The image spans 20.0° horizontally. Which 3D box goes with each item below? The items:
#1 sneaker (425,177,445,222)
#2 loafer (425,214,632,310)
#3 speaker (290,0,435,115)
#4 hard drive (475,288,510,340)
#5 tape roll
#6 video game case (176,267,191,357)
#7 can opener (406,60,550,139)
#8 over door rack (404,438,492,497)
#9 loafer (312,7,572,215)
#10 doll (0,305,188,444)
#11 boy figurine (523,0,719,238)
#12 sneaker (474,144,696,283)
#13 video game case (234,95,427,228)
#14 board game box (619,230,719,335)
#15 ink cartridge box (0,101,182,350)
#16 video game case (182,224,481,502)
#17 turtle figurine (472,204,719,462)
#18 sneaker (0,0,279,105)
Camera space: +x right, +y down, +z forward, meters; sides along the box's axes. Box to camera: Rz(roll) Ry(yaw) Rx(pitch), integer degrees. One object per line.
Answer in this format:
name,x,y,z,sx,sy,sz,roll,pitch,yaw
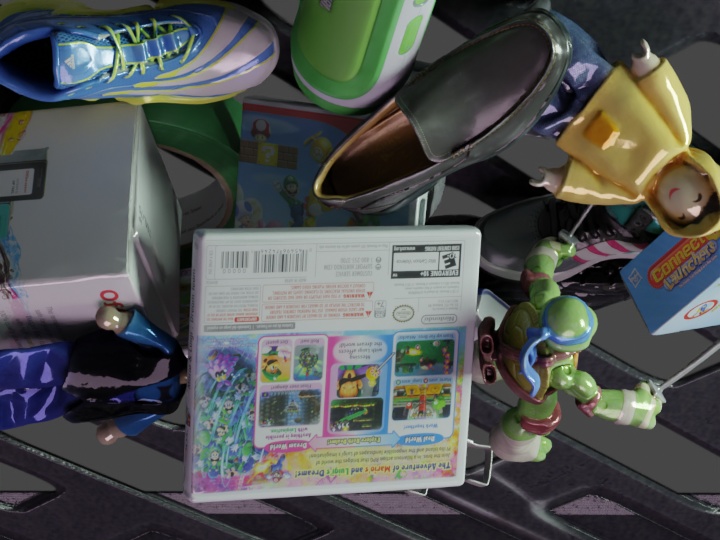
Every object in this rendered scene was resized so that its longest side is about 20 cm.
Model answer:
sneaker,0.000,0.000,1.488,0.075,0.114,0.201,21,118,22
loafer,0.119,0.001,1.596,0.200,0.068,0.070,5,154,-4
speaker,0.009,-0.184,1.279,0.088,0.089,0.200,5,147,-9
hard drive,0.041,0.040,1.623,0.199,0.025,0.132,5,161,35
tape roll,-0.167,-0.071,1.499,0.200,0.048,0.201,0,148,0
video game case,-0.159,0.029,1.541,0.143,0.200,0.018,-8,112,11
can opener,0.065,-0.137,1.410,0.199,0.053,0.067,11,112,-15
over door rack,0.008,0.115,1.727,0.200,0.067,0.148,32,162,-12
loafer,0.052,-0.095,1.313,0.200,0.073,0.072,-41,169,29
doll,-0.177,0.076,1.368,0.199,0.049,0.137,-7,138,-7
boy figurine,0.167,-0.090,1.361,0.200,0.064,0.124,44,109,-3
sneaker,0.181,-0.047,1.503,0.199,0.084,0.121,-8,153,-3
video game case,-0.024,-0.014,1.420,0.143,0.201,0.017,10,-168,25
board game box,0.321,-0.035,1.470,0.195,0.056,0.200,-6,152,-40
ink cartridge box,-0.235,-0.011,1.412,0.199,0.146,0.147,-5,148,6
video game case,-0.019,0.061,1.367,0.199,0.183,0.024,-1,-167,-21
turtle figurine,0.160,0.052,1.451,0.144,0.200,0.194,40,151,1
sneaker,-0.154,-0.135,1.331,0.199,0.105,0.076,-1,110,2
